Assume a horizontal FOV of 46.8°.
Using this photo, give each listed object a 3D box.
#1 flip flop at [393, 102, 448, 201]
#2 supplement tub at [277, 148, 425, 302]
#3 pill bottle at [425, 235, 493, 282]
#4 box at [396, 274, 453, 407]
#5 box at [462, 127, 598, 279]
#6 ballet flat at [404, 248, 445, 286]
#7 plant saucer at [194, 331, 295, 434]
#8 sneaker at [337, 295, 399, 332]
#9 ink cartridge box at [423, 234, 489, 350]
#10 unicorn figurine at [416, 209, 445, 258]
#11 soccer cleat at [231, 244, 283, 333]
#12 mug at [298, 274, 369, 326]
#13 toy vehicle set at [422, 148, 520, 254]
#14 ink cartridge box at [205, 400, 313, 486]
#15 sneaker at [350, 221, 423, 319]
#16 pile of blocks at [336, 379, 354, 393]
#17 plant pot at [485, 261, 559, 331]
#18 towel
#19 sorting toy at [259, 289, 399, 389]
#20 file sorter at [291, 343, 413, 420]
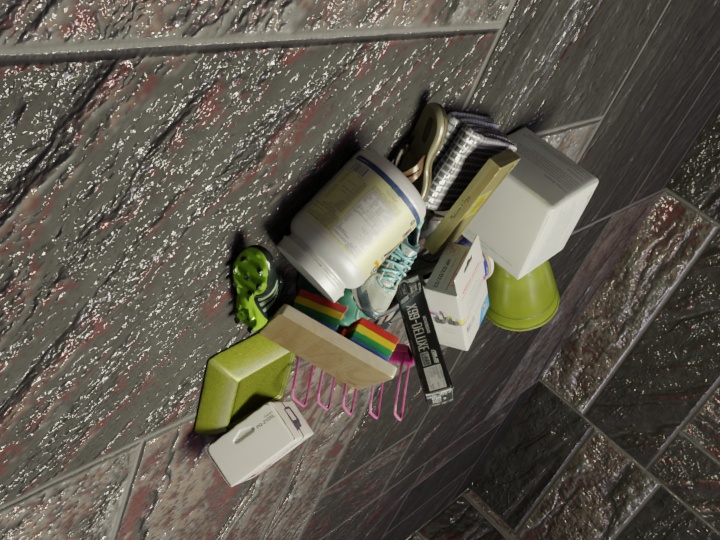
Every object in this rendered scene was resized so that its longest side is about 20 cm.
[{"bbox_3d":[0.085,-0.179,1.353,0.057,0.081,0.201,-7,134,-33],"label":"flip flop"},{"bbox_3d":[-0.014,-0.066,1.250,0.200,0.145,0.145,-46,156,-7],"label":"supplement tub"},{"bbox_3d":[0.173,0.017,1.735,0.199,0.120,0.120,-37,154,-27],"label":"pill bottle"},{"bbox_3d":[0.110,0.127,1.445,0.049,0.202,0.158,-16,162,2],"label":"box"},{"bbox_3d":[0.324,-0.136,1.670,0.171,0.199,0.201,-29,149,-37],"label":"box"},{"bbox_3d":[0.099,0.010,1.535,0.198,0.072,0.072,-19,147,-18],"label":"ballet flat"},{"bbox_3d":[-0.187,0.194,1.454,0.199,0.048,0.201,-28,149,-41],"label":"plant saucer"},{"bbox_3d":[0.030,0.077,1.627,0.200,0.079,0.079,-39,152,4],"label":"sneaker"},{"bbox_3d":[0.172,0.034,1.483,0.116,0.067,0.201,-59,149,-32],"label":"ink cartridge box"},{"bbox_3d":[0.108,-0.072,1.567,0.138,0.074,0.200,-57,172,15],"label":"unicorn figurine"},{"bbox_3d":[-0.150,0.016,1.248,0.081,0.067,0.201,-46,164,-33],"label":"soccer cleat"},{"bbox_3d":[-0.008,0.006,1.405,0.151,0.114,0.186,-19,143,-49],"label":"mug"},{"bbox_3d":[0.196,-0.121,1.464,0.201,0.026,0.124,-54,168,27],"label":"toy vehicle set"},{"bbox_3d":[-0.179,0.311,1.516,0.144,0.085,0.200,-37,170,0],"label":"ink cartridge box"},{"bbox_3d":[0.046,-0.019,1.315,0.086,0.077,0.202,-19,-135,48],"label":"sneaker"},{"bbox_3d":[-0.013,0.198,1.748,0.082,0.062,0.201,-40,155,-19],"label":"pile of blocks"},{"bbox_3d":[0.388,0.010,2.045,0.200,0.200,0.194,-40,143,-20],"label":"plant pot"},{"bbox_3d":[0.181,-0.189,1.485,0.199,0.085,0.166,-8,134,-57],"label":"towel"},{"bbox_3d":[-0.047,0.105,1.334,0.070,0.198,0.200,-62,-172,-19],"label":"sorting toy"},{"bbox_3d":[-0.013,0.195,1.509,0.139,0.198,0.127,64,34,-72],"label":"file sorter"}]
